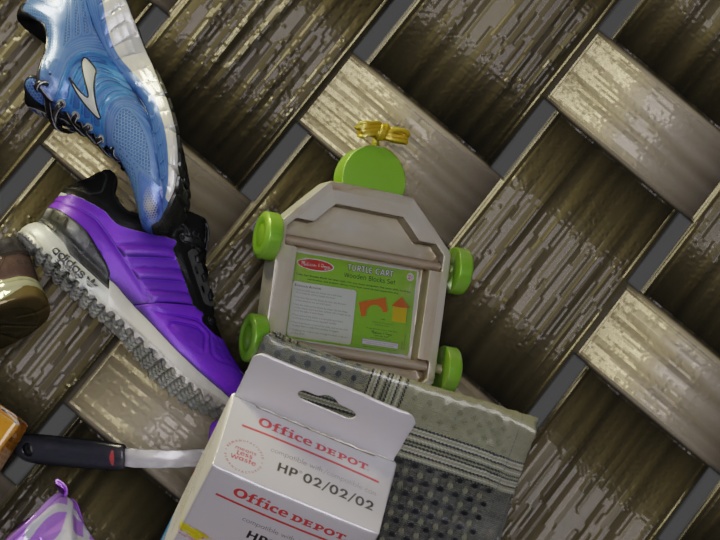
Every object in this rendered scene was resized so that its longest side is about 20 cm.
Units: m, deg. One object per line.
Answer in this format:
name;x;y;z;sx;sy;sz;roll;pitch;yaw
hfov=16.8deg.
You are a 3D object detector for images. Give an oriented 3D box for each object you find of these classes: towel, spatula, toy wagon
towel;0.002;0.151;1.615;0.198;0.035;0.194;19;109;-1
spatula;-0.139;0.123;1.608;0.198;0.021;0.057;3;99;16
toy wagon;0.000;0.000;1.644;0.154;0.040;0.202;10;82;-22

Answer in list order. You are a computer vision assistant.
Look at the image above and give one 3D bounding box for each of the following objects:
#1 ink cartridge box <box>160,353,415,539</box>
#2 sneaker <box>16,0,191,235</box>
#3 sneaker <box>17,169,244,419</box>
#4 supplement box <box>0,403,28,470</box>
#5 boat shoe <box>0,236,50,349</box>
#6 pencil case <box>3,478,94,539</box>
ink cartridge box;-0.054;0.156;1.531;0.114;0.201;0.068;22;41;-6
sneaker;-0.172;-0.106;1.615;0.089;0.079;0.201;-22;67;-7
sneaker;-0.126;0.011;1.629;0.200;0.070;0.100;44;74;-5
supplement box;-0.299;0.166;1.596;0.066;0.069;0.201;33;85;5
boat shoe;-0.304;0.036;1.611;0.199;0.072;0.066;-21;59;5
pencil case;-0.159;0.237;1.599;0.200;0.084;0.085;45;78;-1
